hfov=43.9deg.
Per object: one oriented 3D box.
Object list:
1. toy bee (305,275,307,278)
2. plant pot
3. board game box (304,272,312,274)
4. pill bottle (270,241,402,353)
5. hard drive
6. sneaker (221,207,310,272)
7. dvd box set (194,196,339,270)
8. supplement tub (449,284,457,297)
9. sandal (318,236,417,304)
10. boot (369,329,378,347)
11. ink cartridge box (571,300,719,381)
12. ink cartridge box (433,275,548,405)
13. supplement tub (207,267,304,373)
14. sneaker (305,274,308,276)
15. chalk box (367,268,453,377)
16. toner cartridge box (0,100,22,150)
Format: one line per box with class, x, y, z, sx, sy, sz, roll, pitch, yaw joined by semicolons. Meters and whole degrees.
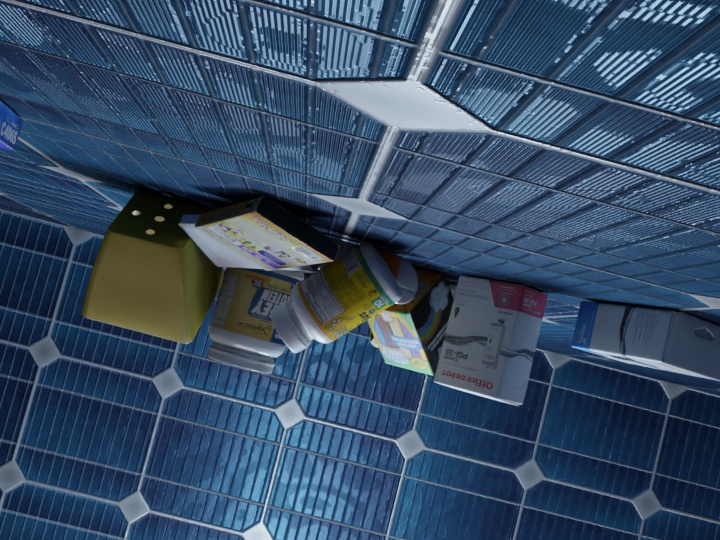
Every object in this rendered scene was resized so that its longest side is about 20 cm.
toy bee;-0.138;0.056;1.801;0.131;0.109;0.200;17;174;-28
plant pot;-0.357;-0.021;1.570;0.200;0.177;0.200;14;-144;3
board game box;-0.185;-0.047;1.721;0.165;0.057;0.200;15;176;18
pill bottle;-0.042;0.049;1.460;0.113;0.200;0.113;57;-173;-10
hard drive;-0.181;-0.046;1.467;0.200;0.027;0.132;2;148;27
sneaker;-0.154;-0.051;1.547;0.104;0.060;0.200;7;164;26
dvd box set;-0.143;-0.051;1.339;0.146;0.029;0.200;32;159;-28
supplement tub;0.230;0.109;1.846;0.132;0.132;0.200;11;175;38
sandal;0.003;-0.008;1.542;0.207;0.079;0.059;23;177;3
boot;0.106;0.107;1.860;0.144;0.200;0.072;30;133;-2
ink cartridge box;0.464;0.111;1.431;0.145;0.084;0.200;17;174;-28
ink cartridge box;0.227;0.121;1.561;0.146;0.200;0.083;9;173;45
supplement tub;-0.194;0.076;1.636;0.145;0.200;0.145;15;176;1
sneaker;-0.048;0.010;1.843;0.089;0.079;0.200;21;173;-34
chalk box;0.108;0.110;1.700;0.124;0.125;0.200;11;134;40
toner cartridge box;-0.453;-0.183;1.000;0.095;0.043;0.200;14;176;-7
